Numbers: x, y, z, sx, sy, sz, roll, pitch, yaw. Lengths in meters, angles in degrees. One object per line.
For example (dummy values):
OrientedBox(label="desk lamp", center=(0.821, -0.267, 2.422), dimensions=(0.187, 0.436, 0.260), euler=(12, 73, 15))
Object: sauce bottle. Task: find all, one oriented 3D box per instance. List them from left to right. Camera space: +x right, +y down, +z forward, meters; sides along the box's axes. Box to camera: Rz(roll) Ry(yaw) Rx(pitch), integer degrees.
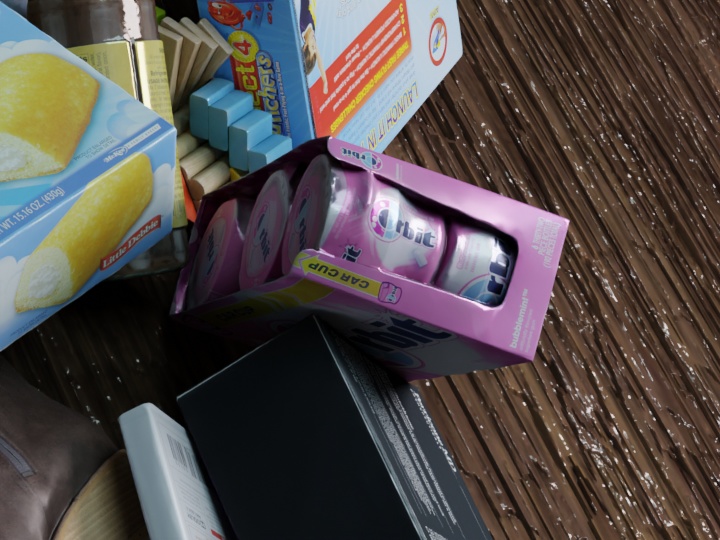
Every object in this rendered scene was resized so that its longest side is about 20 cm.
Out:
OrientedBox(label="sauce bottle", center=(-0.122, -0.096, 1.053), dimensions=(0.065, 0.065, 0.201), euler=(-8, 92, -44))

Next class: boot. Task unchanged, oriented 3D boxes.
OrientedBox(label="boot", center=(-0.179, 0.102, 0.906), dimensions=(0.166, 0.072, 0.200), euler=(43, 36, 14))

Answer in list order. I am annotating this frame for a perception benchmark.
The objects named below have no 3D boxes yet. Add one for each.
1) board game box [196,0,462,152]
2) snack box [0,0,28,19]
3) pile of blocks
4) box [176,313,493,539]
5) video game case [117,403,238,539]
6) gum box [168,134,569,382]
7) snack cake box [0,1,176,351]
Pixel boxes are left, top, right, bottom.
OrientedBox(label="board game box", center=(-0.016, -0.161, 1.179), dimensions=(0.056, 0.196, 0.200), euler=(5, 32, 24))
OrientedBox(label="snack box", center=(-0.225, -0.130, 1.074), dimensions=(0.142, 0.053, 0.200), euler=(21, 45, -26))
OrientedBox(label="pile of blocks", center=(-0.094, -0.069, 1.108), dimensions=(0.200, 0.082, 0.062), euler=(46, 42, 4))
OrientedBox(label="box", center=(0.014, 0.136, 0.969), dimensions=(0.200, 0.079, 0.141), euler=(64, 13, 24))
OrientedBox(label="video game case", center=(-0.039, 0.165, 0.933), dimensions=(0.143, 0.018, 0.200), euler=(46, 21, -57))
OrientedBox(label="gum box", center=(0.000, 0.000, 1.005), dimensions=(0.113, 0.200, 0.066), euler=(19, 78, -17))
OrientedBox(label="snack cake box", center=(-0.186, -0.018, 0.927), dimensions=(0.115, 0.067, 0.200), euler=(36, 53, 23))
